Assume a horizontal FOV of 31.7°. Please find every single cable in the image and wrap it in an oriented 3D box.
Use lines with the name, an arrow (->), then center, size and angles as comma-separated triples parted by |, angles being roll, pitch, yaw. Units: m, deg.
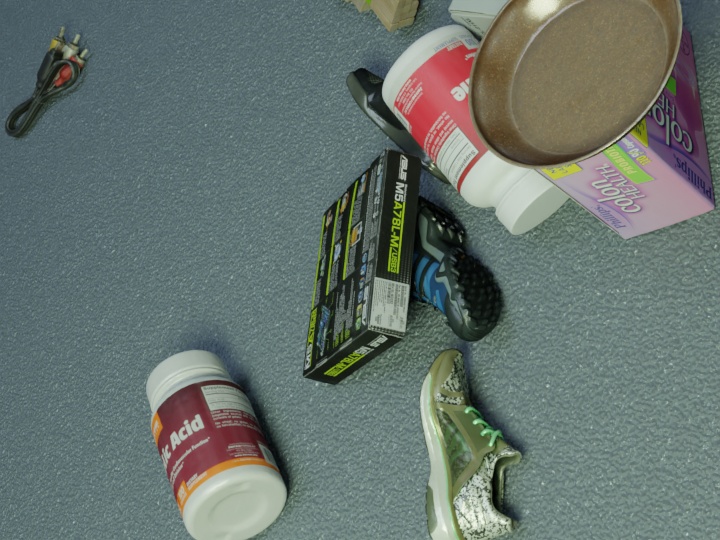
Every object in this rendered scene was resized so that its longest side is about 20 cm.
cable -> -0.494, -0.284, 2.018 | 0.097, 0.050, 0.200 | 44, 114, 29

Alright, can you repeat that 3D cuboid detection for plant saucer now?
plant saucer -> 0.181, -0.170, 1.049 | 0.200, 0.037, 0.201 | -20, 58, 35

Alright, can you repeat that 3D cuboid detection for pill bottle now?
pill bottle -> -0.164, 0.189, 1.390 | 0.114, 0.114, 0.200 | -46, 45, 16
pill bottle -> 0.121, -0.137, 1.254 | 0.112, 0.112, 0.200 | -44, 72, 17

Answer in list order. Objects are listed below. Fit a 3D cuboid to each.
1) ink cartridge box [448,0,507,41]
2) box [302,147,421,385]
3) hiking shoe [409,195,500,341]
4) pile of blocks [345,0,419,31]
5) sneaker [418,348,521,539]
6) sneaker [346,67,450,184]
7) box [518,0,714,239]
ink cartridge box -> 0.197, -0.311, 1.284 | 0.083, 0.145, 0.201 | 20, 84, 47
box -> 0.000, 0.000, 1.326 | 0.193, 0.047, 0.201 | 135, 145, -62
hiking shoe -> 0.081, 0.014, 1.291 | 0.087, 0.074, 0.200 | -50, 34, 23
pile of blocks -> 0.014, -0.358, 1.536 | 0.200, 0.062, 0.082 | 37, 138, 44
sneaker -> 0.110, 0.167, 1.186 | 0.088, 0.077, 0.201 | -14, 65, 23
sneaker -> 0.068, -0.189, 1.398 | 0.114, 0.076, 0.199 | -52, 47, 7
box -> 0.230, -0.161, 1.152 | 0.096, 0.176, 0.201 | -19, 57, 35
